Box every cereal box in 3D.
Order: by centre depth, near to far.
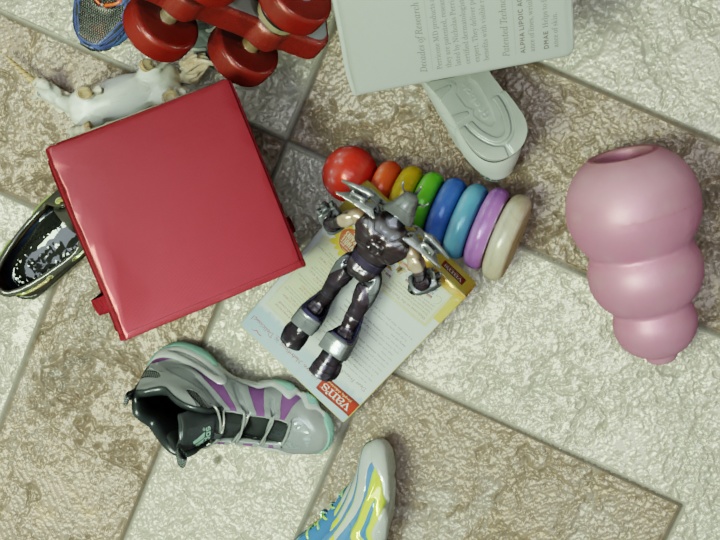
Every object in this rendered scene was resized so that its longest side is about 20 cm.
[{"bbox_3d":[-0.006,0.033,1.267,0.144,0.040,0.200,44,121,1],"label":"cereal box"}]

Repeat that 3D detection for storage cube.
[{"bbox_3d":[-0.173,-0.056,1.219,0.199,0.171,0.181,-23,96,-11],"label":"storage cube"}]

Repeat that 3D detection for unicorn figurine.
[{"bbox_3d":[-0.241,-0.169,1.270,0.199,0.137,0.074,-3,101,-10],"label":"unicorn figurine"}]

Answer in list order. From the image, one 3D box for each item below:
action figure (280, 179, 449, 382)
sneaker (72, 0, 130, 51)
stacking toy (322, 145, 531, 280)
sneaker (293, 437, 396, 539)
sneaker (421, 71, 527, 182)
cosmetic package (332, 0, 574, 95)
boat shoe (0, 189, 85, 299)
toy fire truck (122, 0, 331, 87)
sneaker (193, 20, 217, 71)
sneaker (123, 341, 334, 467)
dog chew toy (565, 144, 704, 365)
[{"bbox_3d":[0.000,0.000,1.193,0.130,0.069,0.200,40,117,12],"label":"action figure"},{"bbox_3d":[-0.231,-0.306,1.264,0.075,0.078,0.201,21,99,5],"label":"sneaker"},{"bbox_3d":[0.058,-0.066,1.263,0.199,0.085,0.086,24,100,11],"label":"stacking toy"},{"bbox_3d":[-0.023,0.259,1.310,0.104,0.076,0.201,7,99,7],"label":"sneaker"},{"bbox_3d":[0.088,-0.175,1.243,0.076,0.081,0.201,-22,73,-2],"label":"sneaker"},{"bbox_3d":[0.068,-0.279,1.144,0.199,0.165,0.165,-10,137,3],"label":"cosmetic package"},{"bbox_3d":[-0.284,-0.047,1.313,0.072,0.061,0.201,44,101,1],"label":"boat shoe"},{"bbox_3d":[-0.117,-0.268,1.165,0.112,0.199,0.169,-36,51,45],"label":"toy fire truck"},{"bbox_3d":[-0.137,-0.278,1.245,0.200,0.075,0.116,47,66,-36],"label":"sneaker"},{"bbox_3d":[-0.132,0.152,1.273,0.199,0.140,0.078,19,117,8],"label":"sneaker"},{"bbox_3d":[0.260,-0.011,1.219,0.124,0.125,0.201,-12,103,9],"label":"dog chew toy"}]
